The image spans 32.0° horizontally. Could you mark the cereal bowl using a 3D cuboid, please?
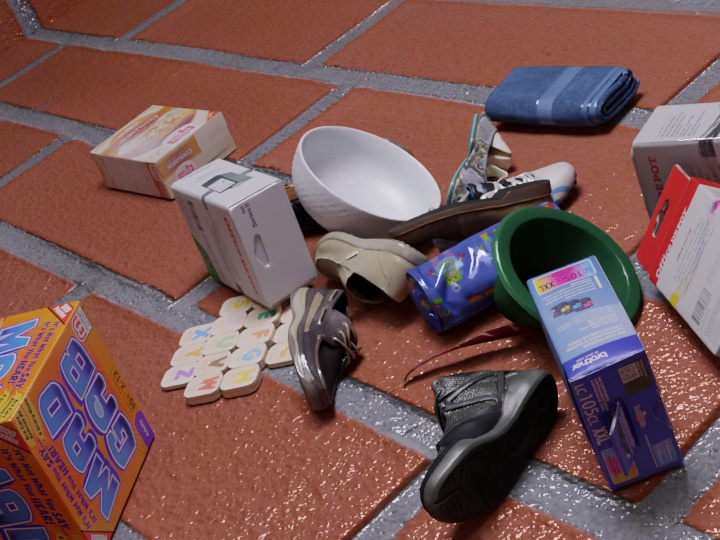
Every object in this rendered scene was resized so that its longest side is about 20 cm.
[{"bbox_3d":[-0.001,-0.095,1.605,0.198,0.084,0.201,18,34,-12],"label":"cereal bowl"}]

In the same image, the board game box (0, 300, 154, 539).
[{"bbox_3d":[-0.378,0.189,1.368,0.197,0.202,0.201,-12,31,19],"label":"board game box"}]

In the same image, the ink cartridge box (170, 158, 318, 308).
[{"bbox_3d":[-0.151,-0.051,1.620,0.083,0.147,0.199,-30,25,-20],"label":"ink cartridge box"}]

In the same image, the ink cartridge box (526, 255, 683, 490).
[{"bbox_3d":[0.223,0.098,1.134,0.076,0.137,0.201,-23,29,5],"label":"ink cartridge box"}]

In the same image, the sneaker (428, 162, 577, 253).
[{"bbox_3d":[0.174,-0.086,1.529,0.198,0.073,0.072,-27,28,-7],"label":"sneaker"}]

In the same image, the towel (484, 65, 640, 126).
[{"bbox_3d":[0.272,-0.235,1.717,0.198,0.049,0.112,10,44,44],"label":"towel"}]

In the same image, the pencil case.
[{"bbox_3d":[0.152,-0.003,1.409,0.198,0.078,0.087,-26,47,-4],"label":"pencil case"}]

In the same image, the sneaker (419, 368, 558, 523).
[{"bbox_3d":[0.097,0.162,1.192,0.113,0.077,0.200,1,36,41],"label":"sneaker"}]

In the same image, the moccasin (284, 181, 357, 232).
[{"bbox_3d":[-0.085,-0.090,1.735,0.199,0.074,0.078,-16,37,33],"label":"moccasin"}]

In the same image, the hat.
[{"bbox_3d":[0.178,0.046,1.363,0.198,0.177,0.167,20,47,-8],"label":"hat"}]

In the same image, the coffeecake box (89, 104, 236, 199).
[{"bbox_3d":[-0.327,-0.199,2.077,0.199,0.074,0.153,12,45,46],"label":"coffeecake box"}]

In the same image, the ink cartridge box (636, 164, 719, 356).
[{"bbox_3d":[0.350,-0.010,1.221,0.066,0.117,0.201,11,25,-17],"label":"ink cartridge box"}]

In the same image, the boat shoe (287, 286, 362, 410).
[{"bbox_3d":[-0.039,0.077,1.425,0.072,0.075,0.201,-16,35,6],"label":"boat shoe"}]

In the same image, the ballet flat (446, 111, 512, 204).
[{"bbox_3d":[0.162,-0.137,1.640,0.071,0.073,0.201,-10,33,24],"label":"ballet flat"}]

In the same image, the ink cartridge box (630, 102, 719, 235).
[{"bbox_3d":[0.400,-0.095,1.301,0.198,0.146,0.084,2,38,38],"label":"ink cartridge box"}]

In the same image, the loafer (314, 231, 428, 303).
[{"bbox_3d":[0.000,0.000,1.505,0.199,0.075,0.069,1,61,57],"label":"loafer"}]

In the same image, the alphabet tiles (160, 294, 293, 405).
[{"bbox_3d":[-0.150,0.089,1.548,0.193,0.015,0.201,-12,31,20],"label":"alphabet tiles"}]

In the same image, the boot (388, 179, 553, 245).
[{"bbox_3d":[0.133,-0.047,1.465,0.197,0.077,0.074,-13,10,0],"label":"boot"}]

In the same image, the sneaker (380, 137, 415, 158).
[{"bbox_3d":[-0.011,-0.137,1.759,0.090,0.068,0.199,-44,32,-23],"label":"sneaker"}]
